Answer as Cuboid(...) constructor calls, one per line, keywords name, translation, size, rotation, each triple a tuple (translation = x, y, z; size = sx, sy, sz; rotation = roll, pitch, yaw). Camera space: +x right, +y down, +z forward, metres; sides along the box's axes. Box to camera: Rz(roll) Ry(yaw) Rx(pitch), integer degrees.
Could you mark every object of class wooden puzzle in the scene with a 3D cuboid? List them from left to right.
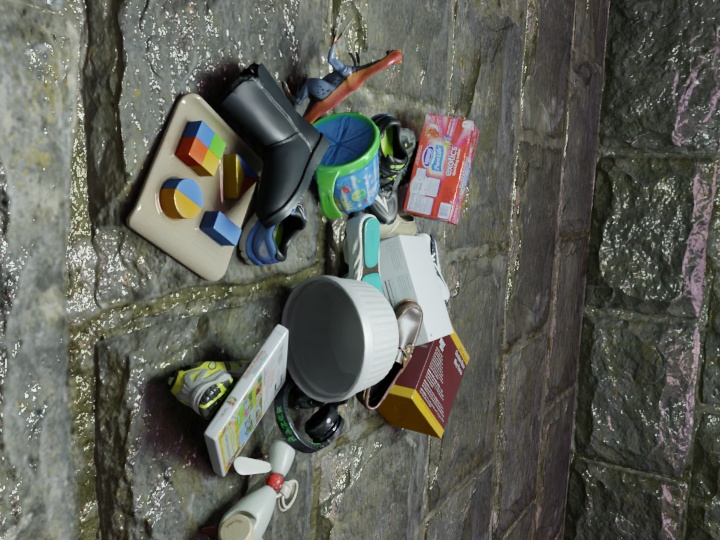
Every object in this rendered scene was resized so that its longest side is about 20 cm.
Cuboid(name="wooden puzzle", translation=(-0.208, -0.108, 0.919), size=(0.185, 0.046, 0.201), rotation=(45, 59, -52))

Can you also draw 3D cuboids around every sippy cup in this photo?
Cuboid(name="sippy cup", translation=(-0.025, -0.174, 1.137), size=(0.177, 0.139, 0.131), rotation=(-38, 143, -16))

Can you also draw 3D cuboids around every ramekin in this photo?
Cuboid(name="ramekin", translation=(-0.029, 0.106, 1.094), size=(0.105, 0.199, 0.202), rotation=(-4, 100, -46))

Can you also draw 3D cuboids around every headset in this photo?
Cuboid(name="headset", translation=(-0.083, 0.245, 1.157), size=(0.199, 0.094, 0.124), rotation=(-7, 69, -59))

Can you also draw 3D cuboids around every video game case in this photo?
Cuboid(name="video game case", translation=(-0.163, 0.194, 0.980), size=(0.183, 0.023, 0.200), rotation=(-58, 171, -30))

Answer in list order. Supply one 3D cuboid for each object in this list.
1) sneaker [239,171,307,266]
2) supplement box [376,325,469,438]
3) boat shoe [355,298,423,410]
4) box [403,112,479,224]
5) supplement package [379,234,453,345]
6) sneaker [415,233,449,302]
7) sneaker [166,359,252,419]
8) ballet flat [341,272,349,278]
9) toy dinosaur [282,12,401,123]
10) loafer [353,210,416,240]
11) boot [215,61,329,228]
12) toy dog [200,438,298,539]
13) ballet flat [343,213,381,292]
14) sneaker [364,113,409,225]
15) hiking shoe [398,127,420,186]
Cuboid(name="sneaker", translation=(-0.113, -0.099, 1.034), size=(0.078, 0.088, 0.202), rotation=(34, 66, -56))
Cuboid(name="supplement box", translation=(0.119, 0.214, 1.432), size=(0.201, 0.132, 0.198), rotation=(-65, 144, -26))
Cuboid(name="boat shoe", translation=(0.055, 0.147, 1.154), size=(0.070, 0.070, 0.201), rotation=(24, 97, -19))
Cuboid(name="box", translation=(0.163, -0.201, 1.341), size=(0.095, 0.099, 0.202), rotation=(4, 99, -72))
Cuboid(name="supplement package", translation=(0.081, 0.044, 1.279), size=(0.155, 0.110, 0.202), rotation=(-2, 76, -66))
Cuboid(name="sneaker", translation=(0.132, -0.012, 1.423), size=(0.200, 0.079, 0.130), rotation=(-77, 146, -60))
Cuboid(name="sneaker", translation=(-0.201, 0.154, 0.959), size=(0.076, 0.076, 0.200), rotation=(-64, 168, 0))
Cuboid(name="ballet flat", translation=(0.007, 0.083, 1.297), size=(0.070, 0.069, 0.201), rotation=(-58, 137, -34))
Cuboid(name="toy dinosaur", translation=(-0.021, -0.291, 1.057), size=(0.105, 0.180, 0.202), rotation=(-12, 107, -57))
Cuboid(name="loafer", translation=(0.051, -0.095, 1.315), size=(0.199, 0.075, 0.069), rotation=(-18, 117, -55))
Cuboid(name="boot", translation=(-0.140, -0.178, 0.936), size=(0.168, 0.076, 0.201), rotation=(44, 49, -25))
Cuboid(name="toy dog", translation=(-0.176, 0.355, 1.040), size=(0.200, 0.095, 0.133), rotation=(-53, 149, -59))
Cuboid(name="ballet flat", translation=(0.000, 0.000, 1.187), size=(0.069, 0.069, 0.202), rotation=(-13, 106, -57))
Cuboid(name="sneaker", translation=(0.044, -0.181, 1.215), size=(0.070, 0.083, 0.202), rotation=(-6, 104, -28))
Cuboid(name="hiking shoe", translation=(0.078, -0.221, 1.333), size=(0.199, 0.075, 0.102), rotation=(10, 84, -59))
